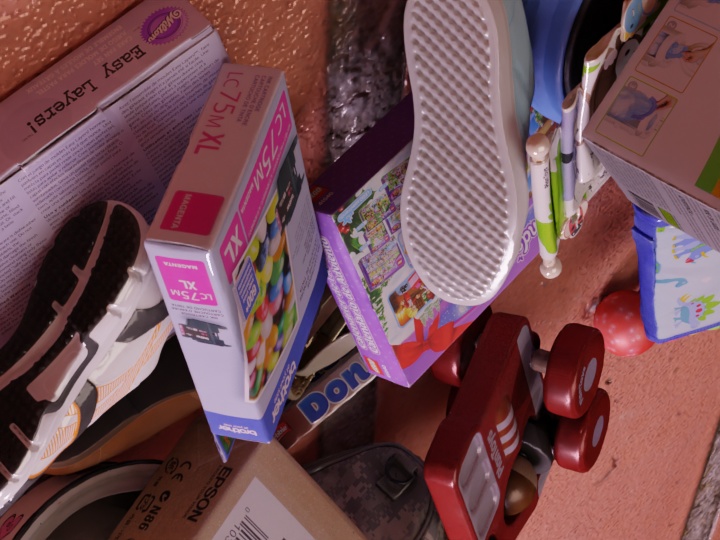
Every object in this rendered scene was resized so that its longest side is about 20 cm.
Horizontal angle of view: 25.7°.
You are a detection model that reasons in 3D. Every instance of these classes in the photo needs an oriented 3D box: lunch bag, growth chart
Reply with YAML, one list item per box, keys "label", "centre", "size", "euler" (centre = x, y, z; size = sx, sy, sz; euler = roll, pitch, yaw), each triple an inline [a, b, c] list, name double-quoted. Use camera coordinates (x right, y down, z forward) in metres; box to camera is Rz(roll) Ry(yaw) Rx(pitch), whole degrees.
- label: "lunch bag"
  centre: [0.273, -0.056, 1.163]
  size: [0.200, 0.127, 0.170]
  euler: [-44, 148, -17]
- label: "lunch bag"
  centre: [0.001, 0.228, 1.172]
  size: [0.168, 0.139, 0.200]
  euler: [-37, 147, -10]
- label: "growth chart"
  centre: [0.154, -0.103, 0.885]
  size: [0.200, 0.018, 0.145]
  euler: [-49, 151, -15]

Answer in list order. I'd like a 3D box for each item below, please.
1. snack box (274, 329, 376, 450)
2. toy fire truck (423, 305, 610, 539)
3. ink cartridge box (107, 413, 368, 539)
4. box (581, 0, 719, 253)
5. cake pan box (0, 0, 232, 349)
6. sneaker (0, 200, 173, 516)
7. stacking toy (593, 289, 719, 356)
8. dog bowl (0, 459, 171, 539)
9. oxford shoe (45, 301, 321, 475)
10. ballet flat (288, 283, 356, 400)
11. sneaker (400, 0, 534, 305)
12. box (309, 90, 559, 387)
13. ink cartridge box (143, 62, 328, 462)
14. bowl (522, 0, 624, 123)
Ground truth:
- label: "snack box"
  centre: [-0.007, 0.061, 1.051]
  size: [0.200, 0.072, 0.024]
  euler: [-39, 101, -7]
- label: "toy fire truck"
  centre: [0.098, 0.125, 1.129]
  size: [0.168, 0.112, 0.200]
  euler: [-62, 154, -28]
- label: "ink cartridge box"
  centre: [-0.087, 0.215, 0.951]
  size: [0.165, 0.075, 0.200]
  euler: [51, 62, -34]
- label: "box"
  centre: [0.227, -0.116, 0.860]
  size: [0.200, 0.101, 0.112]
  euler: [-56, 152, -2]
- label: "cake pan box"
  centre: [-0.132, -0.031, 0.839]
  size: [0.200, 0.052, 0.184]
  euler: [-38, 148, -8]
- label: "sneaker"
  centre: [-0.150, 0.059, 0.811]
  size: [0.200, 0.074, 0.080]
  euler: [-51, 147, 12]
- label: "stacking toy"
  centre: [0.278, 0.022, 1.300]
  size: [0.200, 0.085, 0.085]
  euler: [-21, 140, -22]
- label: "dog bowl"
  centre: [-0.165, 0.209, 0.979]
  size: [0.200, 0.074, 0.200]
  euler: [-8, 101, -41]
- label: "oxford shoe"
  centre: [-0.115, 0.059, 0.950]
  size: [0.200, 0.071, 0.071]
  euler: [-28, 161, -13]
- label: "ballet flat"
  centre: [0.000, 0.000, 0.994]
  size: [0.200, 0.069, 0.069]
  euler: [-50, 146, 8]
- label: "sneaker"
  centre: [0.070, -0.079, 0.877]
  size: [0.082, 0.074, 0.200]
  euler: [-42, 140, -51]
- label: "box"
  centre: [0.058, -0.046, 0.953]
  size: [0.200, 0.039, 0.137]
  euler: [-44, 129, -26]
- label: "ink cartridge box"
  centre: [-0.057, 0.004, 0.824]
  size: [0.200, 0.042, 0.119]
  euler: [82, 21, -52]
- label: "bowl"
  centre: [0.174, -0.165, 0.918]
  size: [0.201, 0.039, 0.201]
  euler: [-29, 144, -24]
